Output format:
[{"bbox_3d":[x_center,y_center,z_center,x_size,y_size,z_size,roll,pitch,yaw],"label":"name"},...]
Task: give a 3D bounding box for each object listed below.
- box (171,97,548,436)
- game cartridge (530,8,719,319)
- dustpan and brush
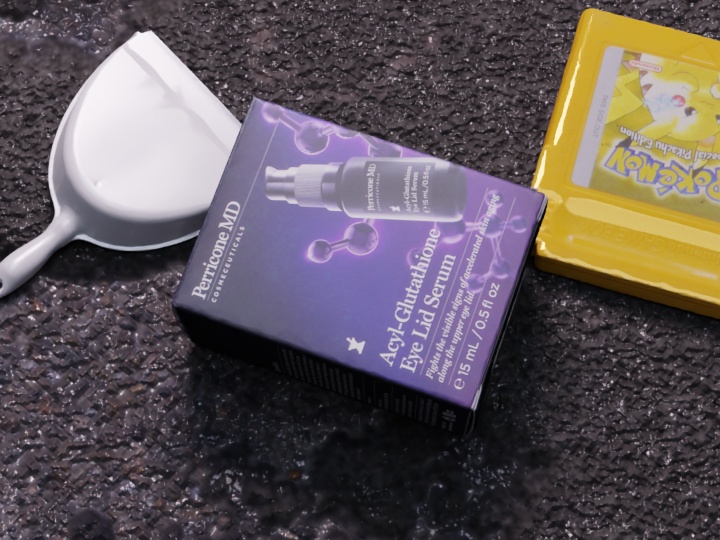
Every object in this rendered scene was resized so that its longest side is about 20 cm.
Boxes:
[{"bbox_3d":[0.000,0.000,1.088,0.200,0.104,0.148,18,76,5],"label":"box"},{"bbox_3d":[0.213,-0.073,1.182,0.176,0.032,0.200,15,65,6],"label":"game cartridge"},{"bbox_3d":[-0.176,-0.051,1.158,0.140,0.057,0.200,46,65,5],"label":"dustpan and brush"}]
